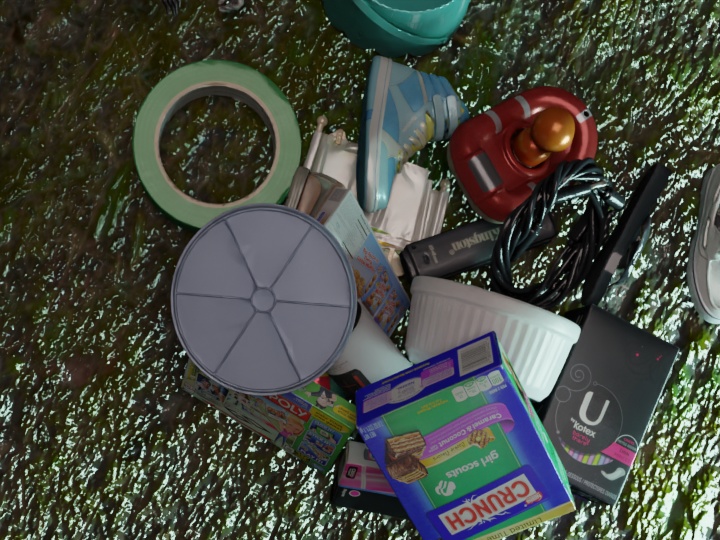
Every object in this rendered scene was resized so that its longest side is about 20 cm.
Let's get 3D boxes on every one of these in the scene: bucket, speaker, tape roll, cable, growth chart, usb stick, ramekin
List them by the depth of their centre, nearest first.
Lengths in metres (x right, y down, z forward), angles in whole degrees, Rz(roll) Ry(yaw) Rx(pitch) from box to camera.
[{"bbox_3d":[0.024,0.126,1.399,0.081,0.081,0.200,-45,119,-11],"label":"speaker"},{"bbox_3d":[0.141,0.081,1.403,0.200,0.202,0.095,18,84,-5],"label":"ramekin"},{"bbox_3d":[0.226,-0.036,1.461,0.200,0.163,0.051,-48,51,2],"label":"cable"},{"bbox_3d":[-0.169,-0.144,1.468,0.197,0.048,0.204,1,82,-7],"label":"tape roll"},{"bbox_3d":[0.048,-0.368,1.481,0.204,0.135,0.210,1,81,-6],"label":"bucket"},{"bbox_3d":[0.143,-0.033,1.494,0.198,0.033,0.056,-19,85,-15],"label":"usb stick"},{"bbox_3d":[0.012,-0.082,1.499,0.198,0.018,0.146,24,81,-4],"label":"growth chart"}]

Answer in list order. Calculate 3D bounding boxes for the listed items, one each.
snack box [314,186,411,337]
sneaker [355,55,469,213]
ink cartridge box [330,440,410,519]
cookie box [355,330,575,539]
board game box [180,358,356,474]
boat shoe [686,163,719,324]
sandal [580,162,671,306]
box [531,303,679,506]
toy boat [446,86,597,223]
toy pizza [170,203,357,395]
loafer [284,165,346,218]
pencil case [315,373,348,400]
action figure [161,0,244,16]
[{"bbox_3d":[0.000,0.000,1.408,0.024,0.201,0.072,13,57,36],"label":"snack box"},{"bbox_3d":[0.064,-0.156,1.471,0.129,0.080,0.203,9,69,-7],"label":"sneaker"},{"bbox_3d":[0.070,0.250,1.425,0.197,0.095,0.037,10,47,-7],"label":"ink cartridge box"},{"bbox_3d":[0.111,0.190,1.316,0.169,0.075,0.201,-24,115,13],"label":"cookie box"},{"bbox_3d":[-0.103,0.144,1.389,0.198,0.135,0.029,30,57,3],"label":"board game box"},{"bbox_3d":[0.446,-0.038,1.525,0.072,0.065,0.203,4,82,-7],"label":"boat shoe"},{"bbox_3d":[0.330,-0.039,1.504,0.043,0.076,0.201,32,80,0],"label":"sandal"},{"bbox_3d":[0.269,0.157,1.456,0.121,0.106,0.202,25,80,-5],"label":"box"},{"bbox_3d":[0.206,-0.150,1.460,0.199,0.130,0.132,-30,88,-33],"label":"toy boat"},{"bbox_3d":[-0.102,0.031,1.316,0.197,0.032,0.203,0,91,0],"label":"toy pizza"},{"bbox_3d":[-0.068,-0.013,1.372,0.062,0.072,0.203,15,83,-2],"label":"loafer"},{"bbox_3d":[-0.067,0.062,1.438,0.087,0.088,0.203,-10,83,-8],"label":"pencil case"},{"bbox_3d":[-0.193,-0.363,1.467,0.118,0.103,0.200,19,37,22],"label":"action figure"}]
